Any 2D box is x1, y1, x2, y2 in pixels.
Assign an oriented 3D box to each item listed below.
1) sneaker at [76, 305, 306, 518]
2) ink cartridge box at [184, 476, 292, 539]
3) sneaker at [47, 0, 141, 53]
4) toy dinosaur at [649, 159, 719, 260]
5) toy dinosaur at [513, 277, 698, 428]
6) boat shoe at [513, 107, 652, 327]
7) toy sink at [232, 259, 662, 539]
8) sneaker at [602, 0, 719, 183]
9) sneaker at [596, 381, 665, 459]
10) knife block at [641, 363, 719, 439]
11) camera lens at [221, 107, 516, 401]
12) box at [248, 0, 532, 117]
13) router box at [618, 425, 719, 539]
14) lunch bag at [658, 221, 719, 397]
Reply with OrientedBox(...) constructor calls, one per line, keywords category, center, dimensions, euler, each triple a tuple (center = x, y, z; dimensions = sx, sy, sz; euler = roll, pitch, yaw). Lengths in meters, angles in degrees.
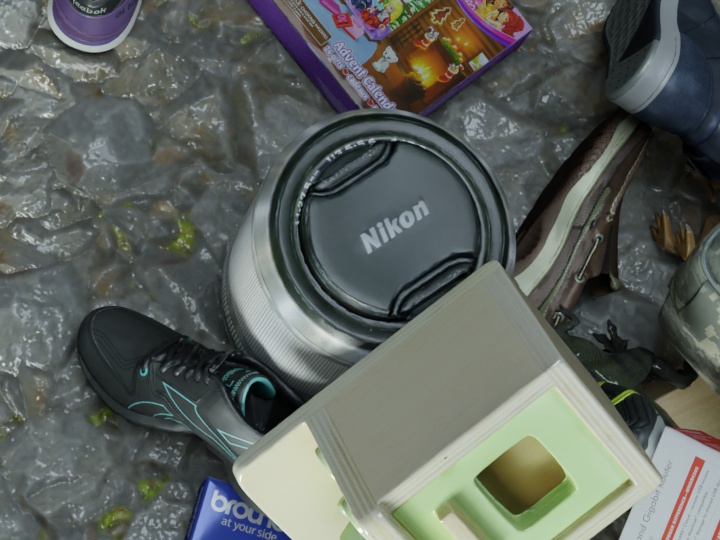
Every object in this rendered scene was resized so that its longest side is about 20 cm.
OrientedBox(category="sneaker", center=(-0.091, 0.071, 1.506), dimensions=(0.199, 0.080, 0.075), euler=(32, 51, 17))
OrientedBox(category="ink cartridge box", center=(-0.018, 0.206, 1.522), dimensions=(0.199, 0.044, 0.095), euler=(18, 70, -7))
OrientedBox(category="sneaker", center=(-0.147, -0.246, 1.598), dimensions=(0.075, 0.088, 0.201), euler=(16, 72, -7))
OrientedBox(category="toy dinosaur", center=(0.259, -0.018, 1.637), dimensions=(0.105, 0.060, 0.201), euler=(-9, 77, -16))
OrientedBox(category="toy dinosaur", center=(0.166, 0.064, 1.529), dimensions=(0.199, 0.048, 0.088), euler=(33, 30, 19))
OrientedBox(category="boat shoe", center=(0.141, -0.011, 1.608), dimensions=(0.075, 0.075, 0.203), euler=(37, 81, -6))
OrientedBox(category="toy sink", center=(0.049, 0.118, 1.388), dimensions=(0.200, 0.130, 0.112), euler=(-37, 39, 5))
OrientedBox(category="sneaker", center=(0.238, -0.133, 1.636), dimensions=(0.146, 0.077, 0.203), euler=(33, 35, -13))
OrientedBox(category="sneaker", center=(0.118, 0.130, 1.508), dimensions=(0.076, 0.199, 0.076), euler=(47, 47, -17))
OrientedBox(category="knife block", center=(0.272, 0.057, 1.591), dimensions=(0.199, 0.064, 0.177), euler=(16, 89, -7))
OrientedBox(category="camera lens", center=(0.000, 0.000, 1.502), dimensions=(0.159, 0.200, 0.161), euler=(3, 74, -11))
OrientedBox(category="box", center=(0.001, -0.196, 1.642), dimensions=(0.137, 0.039, 0.200), euler=(-37, 85, -19))
OrientedBox(category="router box", center=(0.220, 0.216, 1.401), dimensions=(0.179, 0.049, 0.201), euler=(27, 99, 36))
OrientedBox(category="lunch bag", center=(0.276, 0.047, 1.461), dimensions=(0.139, 0.168, 0.200), euler=(-38, 79, -21))
